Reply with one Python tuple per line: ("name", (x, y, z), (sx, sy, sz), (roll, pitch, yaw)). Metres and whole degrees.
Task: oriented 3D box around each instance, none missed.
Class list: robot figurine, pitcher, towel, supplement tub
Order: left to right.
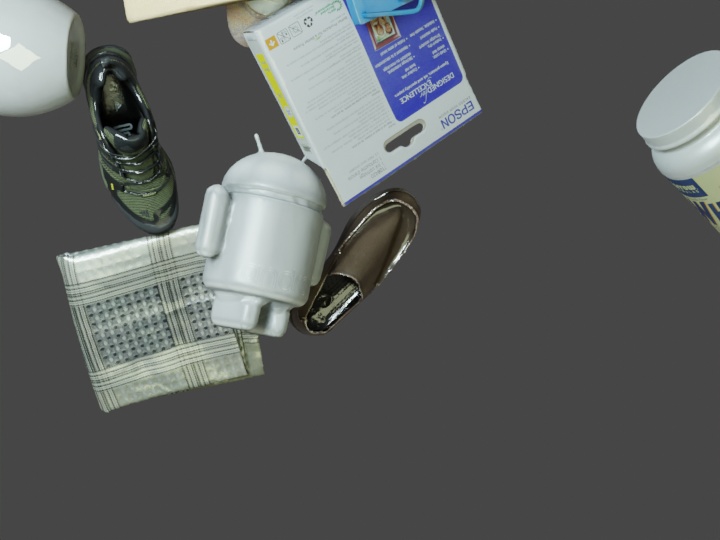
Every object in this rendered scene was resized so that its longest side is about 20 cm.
("pitcher", (-0.368, -0.237, 1.087), (0.197, 0.121, 0.174), (5, 92, -1))
("towel", (-0.211, 0.051, 1.248), (0.198, 0.035, 0.195), (-13, 110, -8))
("robot figurine", (-0.098, -0.035, 1.186), (0.169, 0.112, 0.203), (16, 82, -47))
("supplement tub", (0.415, -0.129, 1.260), (0.200, 0.145, 0.145), (40, 96, -20))

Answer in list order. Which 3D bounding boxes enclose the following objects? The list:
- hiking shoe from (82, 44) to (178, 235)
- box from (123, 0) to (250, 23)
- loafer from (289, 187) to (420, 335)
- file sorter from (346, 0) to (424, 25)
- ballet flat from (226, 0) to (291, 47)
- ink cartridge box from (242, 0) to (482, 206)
("hiking shoe", (-0.236, -0.122, 1.150), (0.075, 0.101, 0.202), (-19, 110, -4))
("box", (-0.143, -0.338, 1.097), (0.197, 0.021, 0.166), (-8, 97, 8))
("loafer", (0.000, 0.000, 1.255), (0.073, 0.071, 0.201), (35, 98, -20))
("file sorter", (0.079, -0.342, 1.098), (0.199, 0.122, 0.140), (-30, 113, -25))
("ballet flat", (-0.083, -0.317, 1.137), (0.067, 0.067, 0.202), (16, 104, -17))
("ink cartridge box", (0.007, -0.204, 1.180), (0.197, 0.047, 0.201), (-34, 115, -18))
